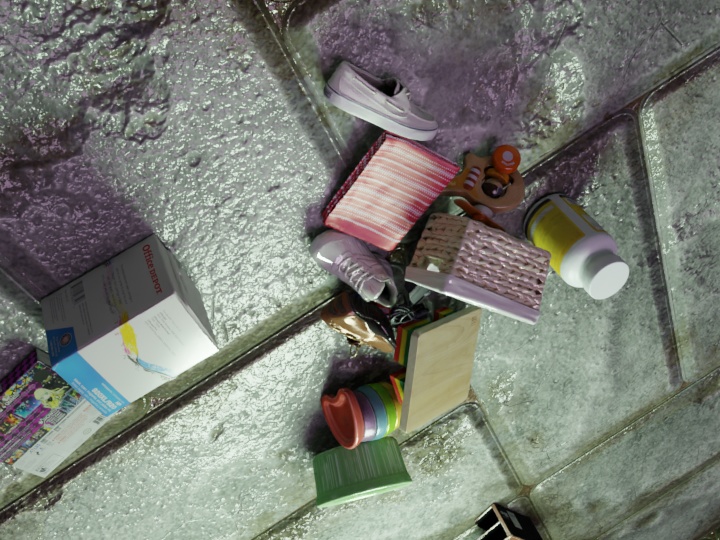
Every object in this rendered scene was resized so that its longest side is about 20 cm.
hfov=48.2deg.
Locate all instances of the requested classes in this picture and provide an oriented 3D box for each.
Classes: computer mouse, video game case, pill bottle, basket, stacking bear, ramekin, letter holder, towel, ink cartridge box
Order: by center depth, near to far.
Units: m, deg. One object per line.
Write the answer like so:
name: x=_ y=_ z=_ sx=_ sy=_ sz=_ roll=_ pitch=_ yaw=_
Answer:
ink cartridge box: x=-0.338 y=0.081 z=1.186 sx=0.199 sy=0.148 sz=0.145 roll=-30 pitch=135 yaw=-2
towel: x=0.045 y=-0.119 z=1.264 sx=0.144 sy=0.023 sz=0.200 roll=22 pitch=128 yaw=-24
video game case: x=-0.516 y=0.235 z=1.296 sx=0.200 sy=0.036 sz=0.181 roll=-42 pitch=134 yaw=8
basket: x=0.194 y=-0.006 z=1.303 sx=0.198 sy=0.135 sz=0.125 roll=18 pitch=90 yaw=-28
computer mouse: x=0.124 y=0.005 z=1.392 sx=0.138 sy=0.052 sz=0.202 roll=2 pitch=110 yaw=-64
pill bottle: x=0.386 y=-0.042 z=1.436 sx=0.111 sy=0.201 sz=0.113 roll=-14 pitch=132 yaw=-16
stacking bear: x=0.043 y=0.263 z=1.570 sx=0.198 sy=0.115 sz=0.121 roll=-15 pitch=171 yaw=-32
ramekin: x=-0.002 y=0.404 z=1.619 sx=0.198 sy=0.099 sz=0.200 roll=-13 pitch=162 yaw=-4
letter holder: x=0.377 y=0.722 z=2.135 sx=0.142 sy=0.101 sz=0.199 roll=-44 pitch=133 yaw=14

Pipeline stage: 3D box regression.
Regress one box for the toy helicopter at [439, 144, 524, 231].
toy helicopter: x=0.171 y=-0.129 z=1.314 sx=0.197 sy=0.134 sz=0.079 roll=-1 pitch=162 yaw=-6

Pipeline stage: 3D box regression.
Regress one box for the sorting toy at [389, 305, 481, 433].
sorting toy: x=0.132 y=0.173 z=1.513 sx=0.199 sy=0.069 sz=0.201 roll=-18 pitch=121 yaw=-46

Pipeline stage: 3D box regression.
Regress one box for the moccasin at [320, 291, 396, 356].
moccasin: x=0.000 y=0.101 z=1.383 sx=0.077 sy=0.074 sz=0.201 roll=-28 pitch=153 yaw=19

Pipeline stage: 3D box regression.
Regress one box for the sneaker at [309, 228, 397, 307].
sneaker: x=0.000 y=0.000 z=1.334 sx=0.199 sy=0.100 sz=0.078 roll=28 pitch=111 yaw=-41

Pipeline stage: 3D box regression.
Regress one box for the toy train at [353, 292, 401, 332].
toy train: x=0.033 y=0.078 z=1.463 sx=0.199 sy=0.034 sz=0.046 roll=17 pitch=115 yaw=-37

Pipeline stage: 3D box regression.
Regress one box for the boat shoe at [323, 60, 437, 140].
boat shoe: x=0.041 y=-0.251 z=1.176 sx=0.198 sy=0.072 sz=0.066 roll=18 pitch=122 yaw=-28
